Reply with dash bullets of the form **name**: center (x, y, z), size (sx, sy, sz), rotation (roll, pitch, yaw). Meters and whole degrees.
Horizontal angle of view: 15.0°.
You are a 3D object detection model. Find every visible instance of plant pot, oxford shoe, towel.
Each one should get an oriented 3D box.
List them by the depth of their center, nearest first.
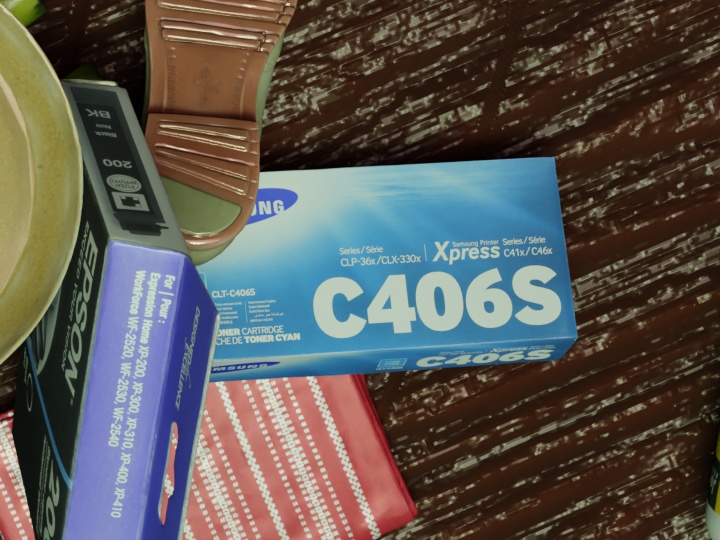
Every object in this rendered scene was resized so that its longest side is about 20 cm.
- **plant pot**: center (-0.217, -0.037, 1.147), size (0.200, 0.027, 0.200), rotation (0, 89, -15)
- **oxford shoe**: center (-0.073, -0.098, 1.288), size (0.071, 0.074, 0.200), rotation (13, 73, -5)
- **towel**: center (-0.083, 0.101, 1.372), size (0.200, 0.022, 0.145), rotation (-24, 107, -4)

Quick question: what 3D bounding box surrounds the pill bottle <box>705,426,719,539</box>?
- **pill bottle**: center (0.235, 0.094, 1.385), size (0.111, 0.111, 0.200), rotation (6, 102, -12)

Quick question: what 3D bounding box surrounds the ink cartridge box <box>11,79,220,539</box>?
- **ink cartridge box**: center (-0.114, 0.048, 1.212), size (0.043, 0.200, 0.198), rotation (0, 121, -18)

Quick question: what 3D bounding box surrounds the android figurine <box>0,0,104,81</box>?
- **android figurine**: center (-0.216, -0.051, 1.297), size (0.200, 0.041, 0.182), rotation (-39, 108, 0)

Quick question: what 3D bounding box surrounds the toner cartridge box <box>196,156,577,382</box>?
- **toner cartridge box**: center (0.000, 0.000, 1.330), size (0.200, 0.043, 0.095), rotation (-4, 73, -10)
